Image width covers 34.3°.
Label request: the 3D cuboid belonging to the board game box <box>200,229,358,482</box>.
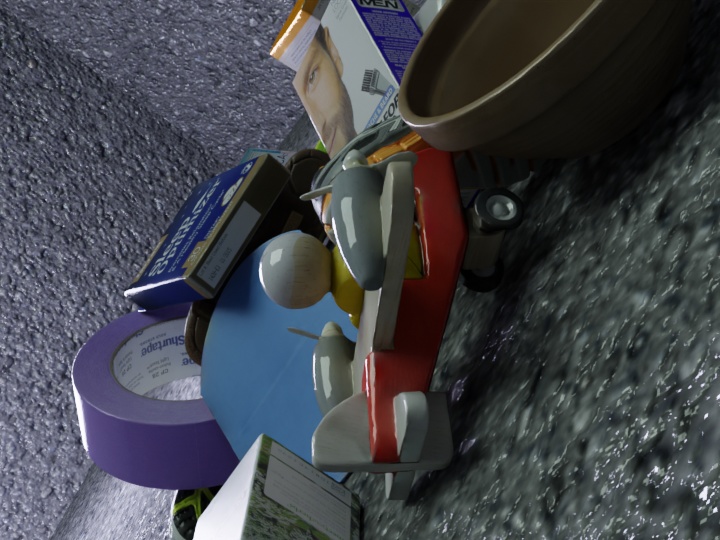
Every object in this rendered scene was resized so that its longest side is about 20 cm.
[{"bbox_3d":[-0.043,0.075,0.866,0.159,0.039,0.200,-56,49,20],"label":"board game box"}]

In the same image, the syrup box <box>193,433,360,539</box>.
[{"bbox_3d":[-0.052,0.182,0.645,0.082,0.078,0.200,-53,11,16],"label":"syrup box"}]

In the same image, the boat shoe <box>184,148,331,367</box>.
[{"bbox_3d":[-0.074,-0.002,0.982,0.203,0.074,0.075,-55,-7,-9],"label":"boat shoe"}]

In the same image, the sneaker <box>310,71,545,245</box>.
[{"bbox_3d":[0.050,-0.086,0.794,0.198,0.079,0.077,-27,27,-14],"label":"sneaker"}]

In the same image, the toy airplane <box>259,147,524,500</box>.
[{"bbox_3d":[0.004,0.027,0.671,0.199,0.139,0.203,-49,-24,-78],"label":"toy airplane"}]

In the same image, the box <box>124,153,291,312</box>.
[{"bbox_3d":[-0.137,-0.026,0.982,0.122,0.032,0.199,-60,19,-20],"label":"box"}]

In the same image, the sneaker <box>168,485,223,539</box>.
[{"bbox_3d":[-0.122,0.185,1.004,0.200,0.075,0.077,-59,-9,-61],"label":"sneaker"}]

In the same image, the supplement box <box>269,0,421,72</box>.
[{"bbox_3d":[0.023,-0.210,1.155,0.074,0.199,0.126,-63,13,-18],"label":"supplement box"}]

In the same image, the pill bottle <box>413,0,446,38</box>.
[{"bbox_3d":[0.069,-0.158,1.020,0.200,0.114,0.115,-44,16,51],"label":"pill bottle"}]

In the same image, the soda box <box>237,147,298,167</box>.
[{"bbox_3d":[-0.074,-0.014,1.109,0.064,0.067,0.202,-68,-21,-49],"label":"soda box"}]

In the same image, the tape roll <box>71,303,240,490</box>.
[{"bbox_3d":[-0.142,0.099,0.998,0.201,0.197,0.066,-76,-14,-62],"label":"tape roll"}]

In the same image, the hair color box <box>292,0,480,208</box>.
[{"bbox_3d":[0.022,-0.121,0.931,0.110,0.064,0.201,-59,44,40],"label":"hair color box"}]

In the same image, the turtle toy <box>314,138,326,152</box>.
[{"bbox_3d":[-0.014,-0.084,1.190,0.146,0.100,0.201,-57,-4,-36],"label":"turtle toy"}]

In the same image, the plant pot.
[{"bbox_3d":[0.122,-0.133,0.684,0.200,0.093,0.202,-39,26,23],"label":"plant pot"}]

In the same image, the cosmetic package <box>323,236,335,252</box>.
[{"bbox_3d":[0.000,0.000,0.981,0.102,0.071,0.201,-54,10,26],"label":"cosmetic package"}]
